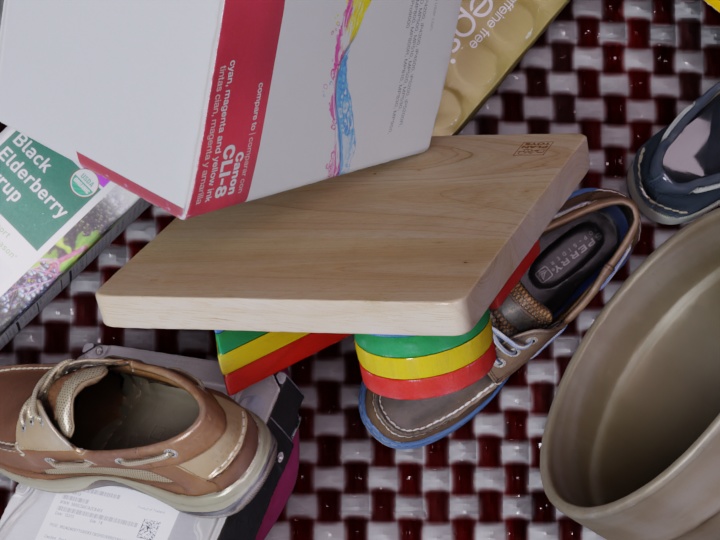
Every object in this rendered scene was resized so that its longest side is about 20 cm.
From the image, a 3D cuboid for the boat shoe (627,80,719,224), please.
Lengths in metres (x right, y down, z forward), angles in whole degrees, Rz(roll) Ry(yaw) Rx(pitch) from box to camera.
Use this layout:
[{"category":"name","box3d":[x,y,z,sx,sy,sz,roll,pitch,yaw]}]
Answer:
[{"category":"boat shoe","box3d":[0.244,-0.099,1.174,0.200,0.062,0.075,-29,82,-11]}]

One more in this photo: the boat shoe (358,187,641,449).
[{"category":"boat shoe","box3d":[0.078,0.020,1.130,0.072,0.072,0.200,45,79,0]}]

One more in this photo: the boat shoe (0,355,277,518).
[{"category":"boat shoe","box3d":[-0.136,0.072,1.025,0.199,0.072,0.076,4,59,31]}]

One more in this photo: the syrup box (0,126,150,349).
[{"category":"syrup box","box3d":[-0.195,-0.017,1.098,0.079,0.081,0.200,45,80,0]}]

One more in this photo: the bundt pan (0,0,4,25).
[{"category":"bundt pan","box3d":[-0.220,-0.190,1.093,0.201,0.076,0.203,0,93,9]}]

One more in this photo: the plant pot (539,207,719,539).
[{"category":"plant pot","box3d":[0.226,0.090,1.096,0.173,0.200,0.200,35,79,-18]}]

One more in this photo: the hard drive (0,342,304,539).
[{"category":"hard drive","box3d":[-0.124,0.137,1.047,0.139,0.038,0.201,8,61,31]}]

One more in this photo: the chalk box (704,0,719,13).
[{"category":"chalk box","box3d":[0.264,-0.230,1.142,0.124,0.125,0.200,39,42,6]}]

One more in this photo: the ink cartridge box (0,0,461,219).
[{"category":"ink cartridge box","box3d":[-0.061,-0.133,1.021,0.145,0.200,0.145,27,118,32]}]

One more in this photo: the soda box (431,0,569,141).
[{"category":"soda box","box3d":[0.080,-0.158,1.162,0.068,0.064,0.200,40,80,0]}]

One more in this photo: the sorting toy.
[{"category":"sorting toy","box3d":[0.000,0.000,1.044,0.199,0.199,0.070,1,117,25]}]

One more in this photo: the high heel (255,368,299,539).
[{"category":"high heel","box3d":[-0.088,0.127,1.079,0.067,0.096,0.201,14,85,24]}]
